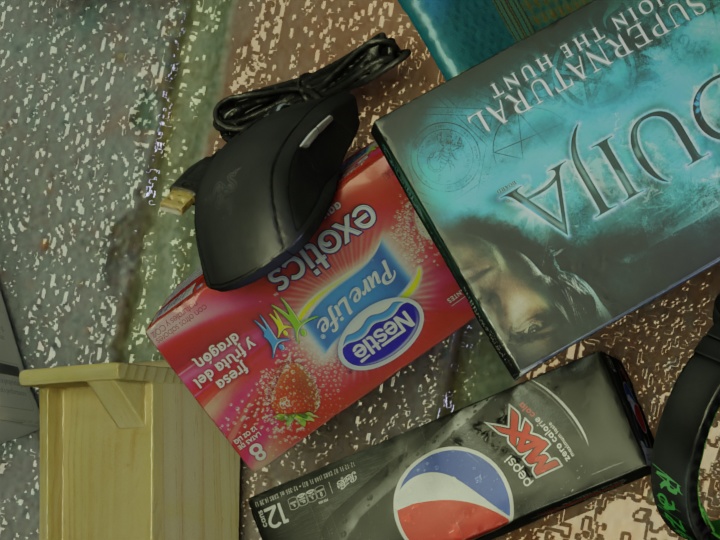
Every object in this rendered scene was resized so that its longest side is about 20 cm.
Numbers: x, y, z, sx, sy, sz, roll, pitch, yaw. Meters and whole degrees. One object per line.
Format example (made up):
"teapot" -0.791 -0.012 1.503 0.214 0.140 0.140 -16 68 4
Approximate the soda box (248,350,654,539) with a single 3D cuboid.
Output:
"soda box" 0.049 0.109 1.069 0.200 0.071 0.064 -24 78 12

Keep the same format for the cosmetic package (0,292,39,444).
"cosmetic package" -0.313 0.024 1.163 0.199 0.123 0.201 -22 76 13

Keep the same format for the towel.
"towel" 0.098 -0.081 1.038 0.022 0.146 0.200 -34 81 40

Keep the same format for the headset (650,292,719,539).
"headset" 0.221 0.053 0.999 0.094 0.124 0.200 24 65 43

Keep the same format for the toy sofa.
"toy sofa" -0.122 0.148 1.121 0.083 0.097 0.201 -7 81 41

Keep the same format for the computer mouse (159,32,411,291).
"computer mouse" -0.062 -0.055 1.063 0.140 0.200 0.046 -23 116 34

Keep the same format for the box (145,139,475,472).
"box" 0.000 0.000 1.070 0.200 0.100 0.096 -36 98 9

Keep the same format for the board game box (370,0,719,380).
"board game box" 0.124 -0.056 0.965 0.200 0.028 0.136 -30 84 -6
